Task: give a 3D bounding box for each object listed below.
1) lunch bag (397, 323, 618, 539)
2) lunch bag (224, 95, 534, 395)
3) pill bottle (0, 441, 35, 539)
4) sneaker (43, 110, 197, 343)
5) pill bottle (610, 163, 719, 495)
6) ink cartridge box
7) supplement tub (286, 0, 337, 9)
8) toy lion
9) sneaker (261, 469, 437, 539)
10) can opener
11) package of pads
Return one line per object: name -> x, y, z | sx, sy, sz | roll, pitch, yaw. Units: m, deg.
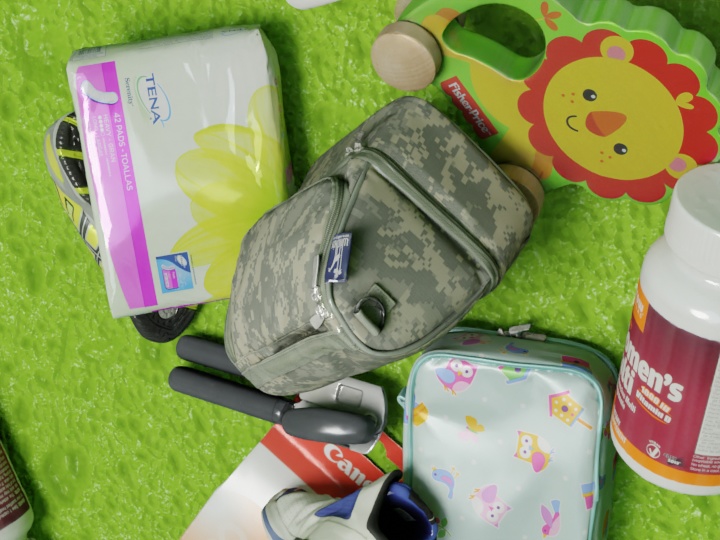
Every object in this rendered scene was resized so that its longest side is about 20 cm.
lunch bag -> 0.106, 0.139, 1.069 | 0.159, 0.077, 0.202 | 8, 109, 20
lunch bag -> 0.000, 0.000, 0.978 | 0.139, 0.168, 0.200 | 42, 153, -11
pill bottle -> -0.360, 0.199, 1.282 | 0.113, 0.114, 0.202 | -21, 96, 28
sneaker -> -0.190, -0.037, 1.167 | 0.076, 0.075, 0.202 | 6, 121, 60
pill bottle -> 0.229, 0.039, 0.940 | 0.109, 0.110, 0.202 | 17, 128, 19
ink cartridge box -> -0.037, 0.208, 1.175 | 0.162, 0.050, 0.201 | 41, 121, 8
supplement tub -> -0.007, -0.285, 0.952 | 0.143, 0.145, 0.202 | -10, 102, 27
toy lion -> 0.133, -0.119, 0.938 | 0.191, 0.069, 0.200 | -19, 121, 41
sneaker -> -0.003, 0.198, 1.065 | 0.114, 0.199, 0.081 | -30, 99, -5
can opener -> -0.071, 0.094, 1.130 | 0.198, 0.067, 0.054 | 14, 89, 26
package of pads -> -0.126, -0.076, 1.086 | 0.153, 0.068, 0.202 | -9, 104, -2
